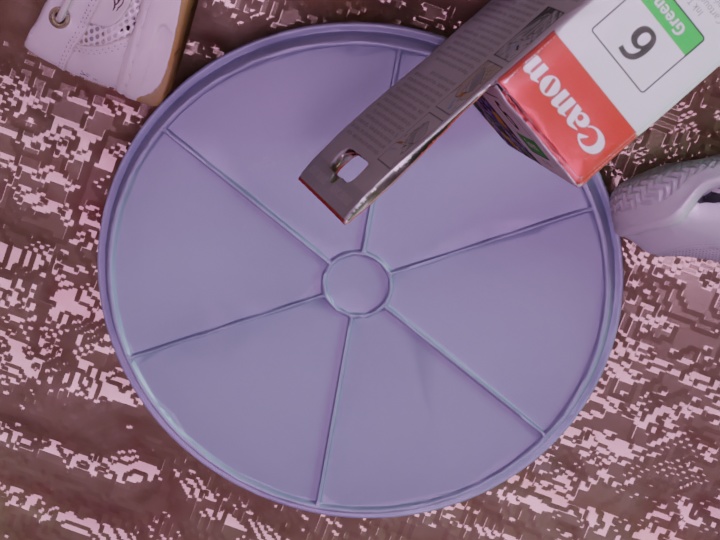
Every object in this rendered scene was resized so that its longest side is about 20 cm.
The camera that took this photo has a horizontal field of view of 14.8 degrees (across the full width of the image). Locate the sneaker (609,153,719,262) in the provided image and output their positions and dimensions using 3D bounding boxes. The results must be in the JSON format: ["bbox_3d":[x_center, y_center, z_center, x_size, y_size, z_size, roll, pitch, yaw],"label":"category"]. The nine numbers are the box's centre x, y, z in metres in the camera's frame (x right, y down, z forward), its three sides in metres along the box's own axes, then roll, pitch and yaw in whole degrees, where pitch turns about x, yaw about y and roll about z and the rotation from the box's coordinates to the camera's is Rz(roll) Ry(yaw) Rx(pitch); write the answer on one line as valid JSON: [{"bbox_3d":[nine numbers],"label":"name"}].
[{"bbox_3d":[0.191,0.014,1.009,0.199,0.075,0.115,0,93,0],"label":"sneaker"}]

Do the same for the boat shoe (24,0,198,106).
[{"bbox_3d":[-0.077,-0.157,0.981,0.069,0.071,0.200,16,111,-3],"label":"boat shoe"}]

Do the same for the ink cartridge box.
[{"bbox_3d":[0.074,-0.074,0.954,0.200,0.109,0.050,-42,104,0],"label":"ink cartridge box"}]

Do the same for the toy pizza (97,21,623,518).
[{"bbox_3d":[0.000,0.000,1.054,0.200,0.032,0.201,2,111,4],"label":"toy pizza"}]
